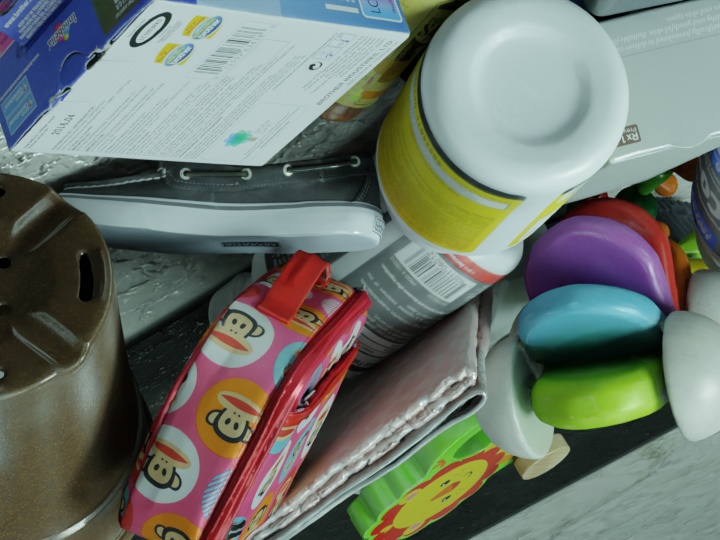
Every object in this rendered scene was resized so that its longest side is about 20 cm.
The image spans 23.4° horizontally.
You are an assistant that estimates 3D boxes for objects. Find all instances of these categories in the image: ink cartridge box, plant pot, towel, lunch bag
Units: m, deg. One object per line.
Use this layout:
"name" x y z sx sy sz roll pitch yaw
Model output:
"ink cartridge box" -0.094 -0.119 0.851 0.199 0.077 0.136 -2 153 -46
"plant pot" -0.217 0.061 0.999 0.199 0.201 0.199 -17 148 -18
"towel" 0.008 0.093 1.164 0.200 0.032 0.191 -37 -167 16
"lunch bag" -0.060 0.068 1.024 0.177 0.082 0.200 -64 175 16

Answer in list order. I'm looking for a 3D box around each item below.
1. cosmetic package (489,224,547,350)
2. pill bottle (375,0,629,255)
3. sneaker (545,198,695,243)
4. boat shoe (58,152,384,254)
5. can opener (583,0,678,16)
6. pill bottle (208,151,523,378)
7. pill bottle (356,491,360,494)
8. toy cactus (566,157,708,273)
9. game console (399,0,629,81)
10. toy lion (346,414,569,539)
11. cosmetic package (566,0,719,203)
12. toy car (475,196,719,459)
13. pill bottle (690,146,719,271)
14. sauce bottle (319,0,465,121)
"cosmetic package" 0.101 0.013 1.332 0.050 0.083 0.200 -19 156 -15
"pill bottle" 0.070 -0.072 0.976 0.111 0.113 0.200 -19 171 -14
"sneaker" 0.207 -0.004 1.410 0.199 0.070 0.082 -8 141 -22
"boat shoe" -0.085 -0.048 1.030 0.198 0.067 0.070 0 168 1
"can opener" 0.195 -0.175 1.009 0.199 0.054 0.067 -16 156 -32
"pill bottle" 0.000 0.000 1.160 0.200 0.116 0.116 -35 155 24
"pill bottle" -0.007 0.109 1.386 0.115 0.116 0.200 -24 157 -1
"toy cactus" 0.204 -0.022 1.295 0.200 0.102 0.166 30 86 -53
"game console" 0.122 -0.179 1.006 0.176 0.031 0.200 -8 152 -35
"toy lion" 0.077 0.146 1.372 0.191 0.069 0.200 -28 158 -15
"cosmetic package" 0.156 -0.097 1.065 0.106 0.091 0.200 -14 174 -14
"toy car" 0.166 0.030 1.160 0.174 0.151 0.200 -8 -165 25
"pill bottle" 0.277 -0.061 1.145 0.113 0.114 0.200 -23 159 -4
"sauce bottle" 0.030 -0.159 0.911 0.066 0.066 0.200 -4 151 -41
